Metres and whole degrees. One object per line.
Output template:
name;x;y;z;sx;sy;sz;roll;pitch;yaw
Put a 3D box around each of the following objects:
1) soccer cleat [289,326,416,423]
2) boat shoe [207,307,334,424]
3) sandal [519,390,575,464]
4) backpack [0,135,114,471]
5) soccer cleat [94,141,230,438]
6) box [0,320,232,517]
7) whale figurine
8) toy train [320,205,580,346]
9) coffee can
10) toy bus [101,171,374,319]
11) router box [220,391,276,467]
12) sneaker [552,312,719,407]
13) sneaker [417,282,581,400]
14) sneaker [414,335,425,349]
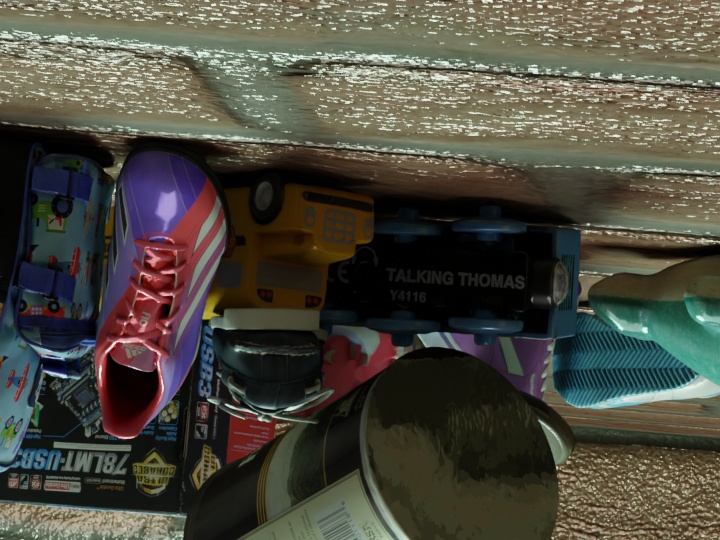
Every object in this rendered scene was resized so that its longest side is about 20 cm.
soccer cleat;-0.024;0.068;1.714;0.076;0.067;0.200;6;-173;19
boat shoe;-0.050;0.057;1.497;0.074;0.062;0.200;3;175;-7
sandal;0.060;0.123;1.751;0.199;0.055;0.082;-5;141;36
backpack;-0.220;0.029;1.474;0.133;0.202;0.183;7;173;1
soccer cleat;-0.118;0.013;1.465;0.068;0.073;0.201;16;137;3
box;-0.172;0.069;1.800;0.199;0.200;0.050;-2;172;41
whale figurine;0.246;0.043;1.665;0.199;0.105;0.159;2;173;29
toy train;0.039;0.003;1.586;0.198;0.087;0.114;3;179;20
coffee can;0.005;0.151;1.581;0.146;0.147;0.200;10;151;-36
toy bus;-0.079;-0.012;1.550;0.065;0.079;0.199;10;172;-41
router box;-0.144;0.066;1.843;0.199;0.181;0.049;0;172;41
sneaker;0.225;0.072;2.012;0.080;0.077;0.199;7;175;-34
sneaker;0.117;0.060;1.791;0.114;0.073;0.201;-35;145;-2
sneaker;0.059;0.055;1.866;0.199;0.081;0.077;-17;-126;-40
